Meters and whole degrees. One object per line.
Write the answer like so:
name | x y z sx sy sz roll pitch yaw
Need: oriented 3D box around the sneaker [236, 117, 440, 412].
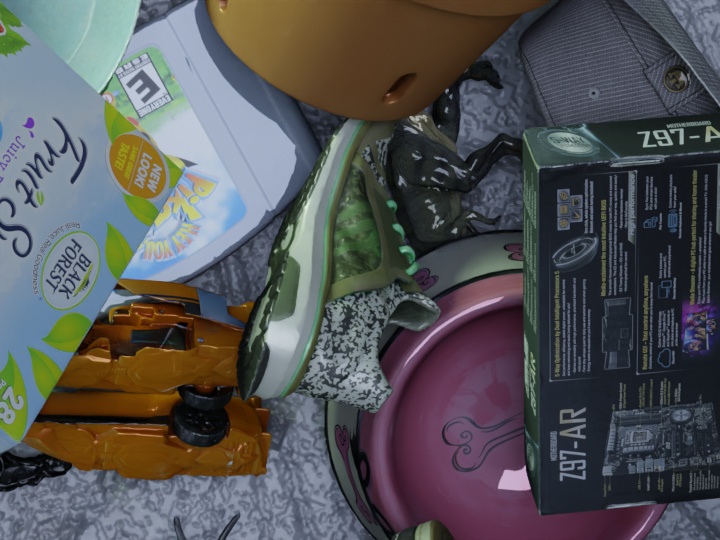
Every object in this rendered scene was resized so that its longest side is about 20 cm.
sneaker | 0.000 0.000 1.479 0.088 0.077 0.200 25 52 -8

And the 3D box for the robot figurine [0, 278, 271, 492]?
robot figurine | -0.141 0.057 1.502 0.200 0.058 0.145 5 130 -10

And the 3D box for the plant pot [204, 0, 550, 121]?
plant pot | 0.007 -0.173 1.478 0.200 0.200 0.140 27 126 -6

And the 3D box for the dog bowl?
dog bowl | 0.083 0.083 1.524 0.200 0.074 0.201 -1 102 -7

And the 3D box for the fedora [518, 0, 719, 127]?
fedora | 0.150 -0.076 1.507 0.090 0.177 0.200 -36 98 5

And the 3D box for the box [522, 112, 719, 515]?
box | 0.162 0.022 1.434 0.160 0.044 0.200 -6 118 -5

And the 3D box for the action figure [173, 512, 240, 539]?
action figure | -0.079 0.232 1.510 0.119 0.102 0.200 -4 92 5

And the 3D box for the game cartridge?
game cartridge | -0.126 -0.052 1.539 0.200 0.040 0.133 -30 97 -6

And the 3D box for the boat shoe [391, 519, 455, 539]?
boat shoe | 0.033 0.213 1.499 0.066 0.072 0.201 -6 131 10

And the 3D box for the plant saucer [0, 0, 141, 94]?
plant saucer | -0.200 -0.149 1.507 0.201 0.039 0.201 -2 83 18

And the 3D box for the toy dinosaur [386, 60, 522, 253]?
toy dinosaur | 0.045 -0.068 1.556 0.088 0.047 0.200 -25 89 0

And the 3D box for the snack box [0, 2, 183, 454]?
snack box | -0.197 -0.028 1.373 0.169 0.068 0.200 44 47 -16
